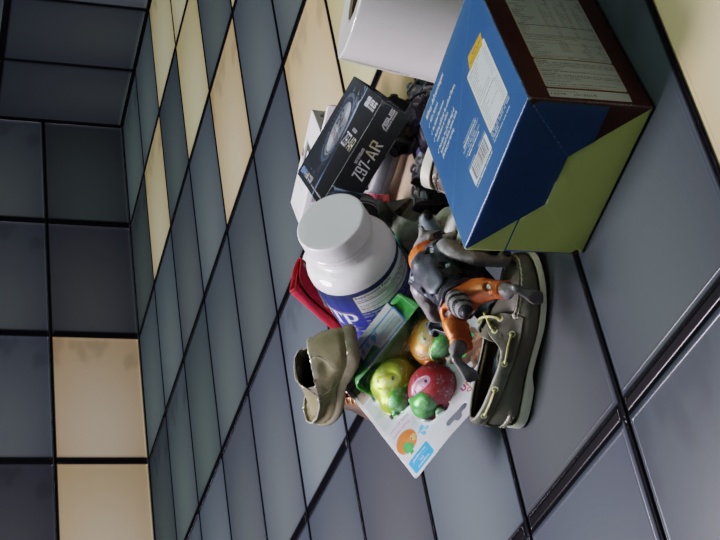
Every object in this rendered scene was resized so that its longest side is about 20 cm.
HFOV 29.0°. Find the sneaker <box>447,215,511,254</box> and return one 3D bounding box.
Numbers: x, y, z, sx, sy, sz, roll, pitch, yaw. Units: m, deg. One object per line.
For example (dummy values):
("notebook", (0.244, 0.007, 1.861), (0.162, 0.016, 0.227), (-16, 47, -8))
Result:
("sneaker", (0.159, -0.099, 1.590), (0.082, 0.075, 0.201), (7, 88, 34))

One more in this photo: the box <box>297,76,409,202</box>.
("box", (-0.013, -0.166, 1.857), (0.161, 0.043, 0.200), (-59, 18, 9))

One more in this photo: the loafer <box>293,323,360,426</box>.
("loafer", (-0.051, 0.128, 1.726), (0.200, 0.068, 0.076), (109, 159, -52))

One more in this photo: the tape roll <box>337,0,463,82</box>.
("tape roll", (0.063, -0.342, 1.701), (0.203, 0.139, 0.204), (-168, 90, -82))

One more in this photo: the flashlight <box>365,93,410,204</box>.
("flashlight", (0.027, -0.152, 1.967), (0.068, 0.068, 0.201), (-46, -23, -56))

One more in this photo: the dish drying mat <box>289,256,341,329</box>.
("dish drying mat", (-0.018, 0.066, 1.883), (0.018, 0.200, 0.077), (-37, 25, 24))

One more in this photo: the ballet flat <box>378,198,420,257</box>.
("ballet flat", (0.066, -0.062, 1.859), (0.064, 0.067, 0.200), (-55, 24, 7))

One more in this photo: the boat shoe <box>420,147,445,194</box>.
("boat shoe", (0.132, -0.185, 1.658), (0.059, 0.072, 0.201), (22, 97, 25))

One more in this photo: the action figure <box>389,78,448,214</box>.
("action figure", (0.080, -0.174, 1.804), (0.130, 0.069, 0.201), (109, 159, -51))

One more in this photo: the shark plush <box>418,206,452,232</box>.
("shark plush", (0.106, -0.013, 1.713), (0.083, 0.091, 0.200), (49, 138, 20))

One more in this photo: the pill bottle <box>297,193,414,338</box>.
("pill bottle", (0.000, 0.000, 1.753), (0.200, 0.119, 0.120), (58, -169, -45))

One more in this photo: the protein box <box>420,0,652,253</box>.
("protein box", (0.170, -0.157, 1.425), (0.200, 0.134, 0.199), (-106, 26, -43))

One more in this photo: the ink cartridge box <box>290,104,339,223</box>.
("ink cartridge box", (-0.023, -0.163, 2.030), (0.067, 0.115, 0.201), (-112, 31, -53))

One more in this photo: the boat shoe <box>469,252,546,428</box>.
("boat shoe", (0.160, 0.076, 1.539), (0.072, 0.060, 0.203), (-147, 62, -69))

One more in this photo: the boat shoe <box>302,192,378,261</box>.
("boat shoe", (-0.025, -0.019, 1.890), (0.200, 0.070, 0.066), (-54, 33, 42))

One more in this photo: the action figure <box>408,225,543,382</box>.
("action figure", (0.115, -0.002, 1.495), (0.200, 0.104, 0.194), (-62, 34, 14))

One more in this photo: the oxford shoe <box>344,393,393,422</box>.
("oxford shoe", (0.006, 0.183, 1.963), (0.200, 0.073, 0.072), (-172, 86, -71))

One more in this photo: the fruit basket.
("fruit basket", (0.072, 0.120, 1.667), (0.185, 0.094, 0.200), (-51, 34, 8))
